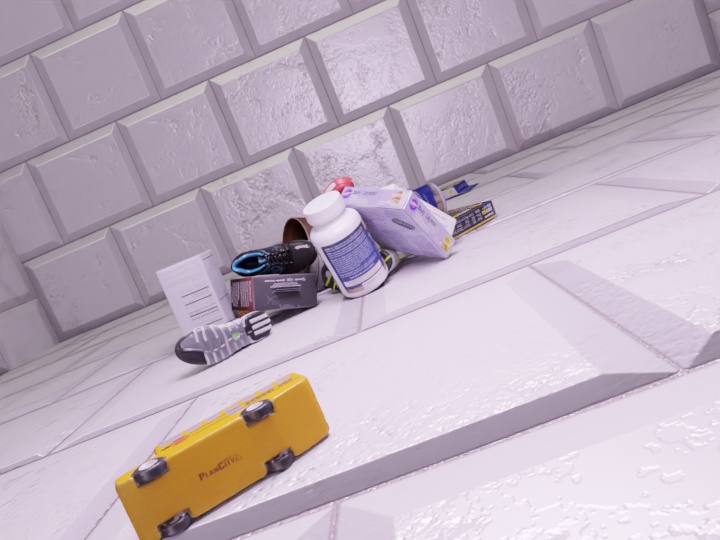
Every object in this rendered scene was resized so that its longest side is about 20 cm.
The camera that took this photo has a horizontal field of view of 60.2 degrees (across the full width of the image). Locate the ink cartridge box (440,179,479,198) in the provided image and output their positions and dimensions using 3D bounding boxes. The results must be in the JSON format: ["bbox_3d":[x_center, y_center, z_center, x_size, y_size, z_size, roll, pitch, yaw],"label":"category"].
[{"bbox_3d":[0.365,-0.324,2.523,0.199,0.047,0.198,-21,7,27],"label":"ink cartridge box"}]

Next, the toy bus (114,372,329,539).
[{"bbox_3d":[-0.130,0.174,0.601,0.199,0.066,0.078,-26,9,-23],"label":"toy bus"}]

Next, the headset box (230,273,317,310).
[{"bbox_3d":[-0.193,0.049,1.389,0.147,0.076,0.200,-3,-1,-26],"label":"headset box"}]

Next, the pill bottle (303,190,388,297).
[{"bbox_3d":[-0.033,-0.055,1.254,0.110,0.201,0.111,-24,26,12],"label":"pill bottle"}]

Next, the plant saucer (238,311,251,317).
[{"bbox_3d":[-0.273,0.084,1.681,0.199,0.033,0.200,-23,9,4],"label":"plant saucer"}]

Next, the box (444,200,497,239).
[{"bbox_3d":[0.213,-0.108,1.539,0.199,0.050,0.159,-28,12,-31],"label":"box"}]

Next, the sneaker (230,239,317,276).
[{"bbox_3d":[-0.193,-0.020,1.393,0.198,0.074,0.082,-14,2,0],"label":"sneaker"}]

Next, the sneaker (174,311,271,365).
[{"bbox_3d":[-0.284,0.141,1.248,0.199,0.076,0.115,-16,-1,-32],"label":"sneaker"}]

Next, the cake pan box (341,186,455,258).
[{"bbox_3d":[0.070,-0.099,1.282,0.199,0.184,0.053,10,65,46],"label":"cake pan box"}]

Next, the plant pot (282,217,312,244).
[{"bbox_3d":[-0.090,-0.068,1.744,0.199,0.189,0.186,-11,1,-30],"label":"plant pot"}]

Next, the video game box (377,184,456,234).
[{"bbox_3d":[0.084,-0.121,1.399,0.199,0.181,0.047,-8,59,58],"label":"video game box"}]

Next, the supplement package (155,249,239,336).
[{"bbox_3d":[-0.367,0.069,1.432,0.109,0.201,0.114,-21,7,4],"label":"supplement package"}]

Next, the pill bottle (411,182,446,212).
[{"bbox_3d":[0.160,-0.185,1.941,0.199,0.117,0.116,-26,9,-15],"label":"pill bottle"}]

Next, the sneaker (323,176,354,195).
[{"bbox_3d":[-0.036,-0.103,1.362,0.078,0.116,0.201,-15,-31,-20],"label":"sneaker"}]

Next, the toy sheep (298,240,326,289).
[{"bbox_3d":[-0.113,-0.015,1.536,0.198,0.139,0.138,5,-2,-22],"label":"toy sheep"}]

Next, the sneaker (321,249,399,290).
[{"bbox_3d":[0.000,0.000,1.397,0.199,0.076,0.076,-10,-1,32],"label":"sneaker"}]

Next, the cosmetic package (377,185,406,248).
[{"bbox_3d":[0.061,-0.123,1.653,0.087,0.104,0.200,-27,-9,-46],"label":"cosmetic package"}]
